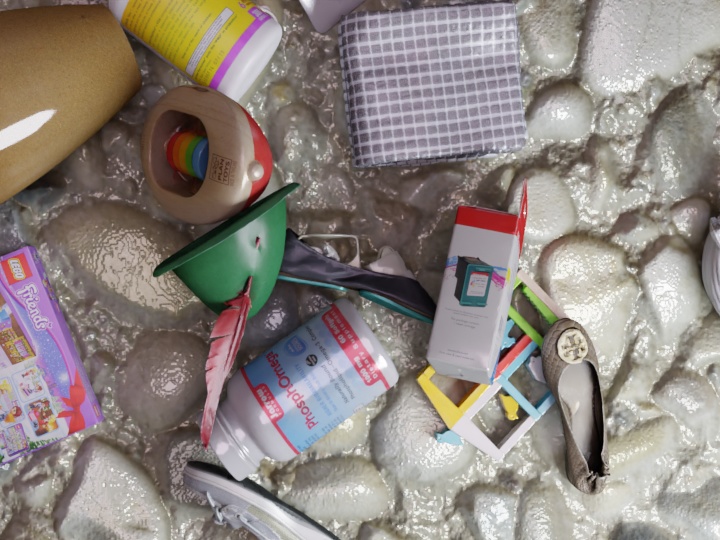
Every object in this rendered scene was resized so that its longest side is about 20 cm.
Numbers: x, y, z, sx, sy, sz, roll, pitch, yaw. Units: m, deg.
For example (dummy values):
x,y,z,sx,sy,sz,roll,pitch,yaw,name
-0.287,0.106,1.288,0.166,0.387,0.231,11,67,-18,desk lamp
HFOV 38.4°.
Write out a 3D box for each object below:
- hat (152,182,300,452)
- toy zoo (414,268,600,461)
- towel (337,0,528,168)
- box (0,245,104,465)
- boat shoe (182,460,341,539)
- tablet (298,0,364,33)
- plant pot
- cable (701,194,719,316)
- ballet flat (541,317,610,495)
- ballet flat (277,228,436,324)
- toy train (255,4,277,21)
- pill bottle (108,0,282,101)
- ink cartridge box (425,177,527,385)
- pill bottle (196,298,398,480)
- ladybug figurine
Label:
x,y,z,sx,sy,sz,roll,pitch,yaw,name
-0.103,0.035,1.054,0.199,0.166,0.177,-29,98,14,hat
0.153,0.115,1.141,0.131,0.020,0.200,45,86,-4,toy zoo
0.081,-0.199,1.101,0.198,0.086,0.168,-8,92,-5,towel
-0.371,0.092,1.082,0.136,0.039,0.202,-21,92,-4,box
-0.106,0.269,1.092,0.201,0.074,0.065,34,83,-11,boat shoe
0.005,-0.358,1.093,0.200,0.014,0.130,-39,131,-4,tablet
-0.327,-0.182,1.031,0.199,0.186,0.188,-27,93,-18,plant pot
0.480,-0.002,1.148,0.198,0.069,0.202,-11,92,-6,cable
0.239,0.150,1.119,0.067,0.046,0.202,-12,102,-14,ballet flat
0.000,0.000,1.104,0.198,0.073,0.074,16,89,-3,ballet flat
-0.073,-0.353,1.101,0.200,0.056,0.150,-45,94,-4,toy train
-0.186,-0.268,1.066,0.199,0.104,0.105,37,87,-5,pill bottle
0.125,0.009,1.077,0.067,0.116,0.202,11,79,12,ink cartridge box
-0.067,0.126,1.076,0.199,0.109,0.109,-36,93,-4,pill bottle
-0.152,-0.115,1.044,0.071,0.199,0.137,0,108,-41,ladybug figurine
